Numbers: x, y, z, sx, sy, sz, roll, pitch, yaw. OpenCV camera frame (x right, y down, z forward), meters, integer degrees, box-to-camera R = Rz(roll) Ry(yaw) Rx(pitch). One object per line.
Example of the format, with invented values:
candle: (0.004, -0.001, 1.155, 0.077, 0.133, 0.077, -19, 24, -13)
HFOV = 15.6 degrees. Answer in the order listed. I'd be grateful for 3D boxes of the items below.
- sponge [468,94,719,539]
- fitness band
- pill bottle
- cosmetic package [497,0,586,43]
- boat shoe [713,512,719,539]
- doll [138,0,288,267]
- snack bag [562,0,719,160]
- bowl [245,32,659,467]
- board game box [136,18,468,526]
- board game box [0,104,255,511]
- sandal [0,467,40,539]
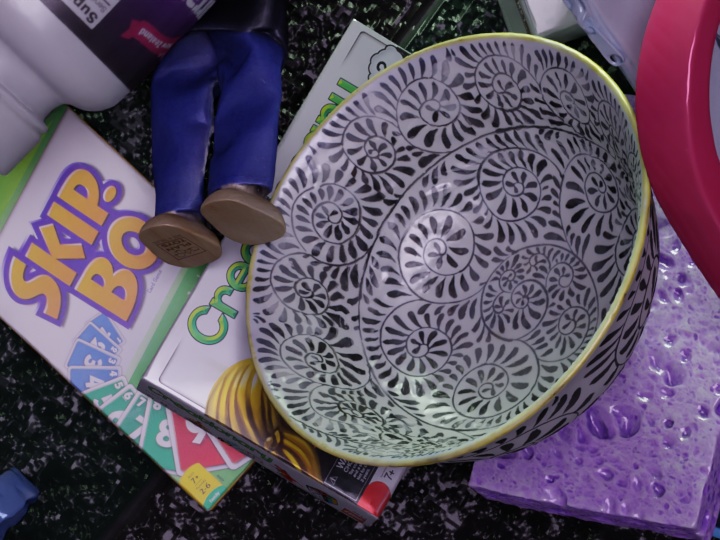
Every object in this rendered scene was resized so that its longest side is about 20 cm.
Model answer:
sponge: (0.129, 0.016, 1.182, 0.111, 0.030, 0.201, 9, 73, 29)
fitness band: (0.183, -0.056, 1.102, 0.144, 0.037, 0.200, -54, 129, -20)
pill bottle: (-0.118, -0.142, 1.155, 0.111, 0.111, 0.200, 44, 89, 1)
cosmetic package: (0.151, -0.182, 1.232, 0.199, 0.090, 0.107, -18, 88, -1)
boat shoe: (0.202, 0.097, 1.213, 0.199, 0.084, 0.069, 16, 97, -4)
doll: (-0.067, -0.104, 1.205, 0.136, 0.048, 0.201, -19, 56, 37)
snack bag: (0.185, -0.116, 1.142, 0.200, 0.021, 0.189, -52, 122, -22)
bowl: (0.057, 0.007, 1.145, 0.200, 0.094, 0.202, -17, 57, 28)
board game box: (0.000, 0.000, 1.220, 0.126, 0.035, 0.201, 30, 76, -2)
board game box: (-0.112, 0.011, 1.236, 0.200, 0.030, 0.096, 42, 84, 3)
sandal: (-0.223, 0.130, 1.202, 0.199, 0.079, 0.088, 5, 82, -10)
